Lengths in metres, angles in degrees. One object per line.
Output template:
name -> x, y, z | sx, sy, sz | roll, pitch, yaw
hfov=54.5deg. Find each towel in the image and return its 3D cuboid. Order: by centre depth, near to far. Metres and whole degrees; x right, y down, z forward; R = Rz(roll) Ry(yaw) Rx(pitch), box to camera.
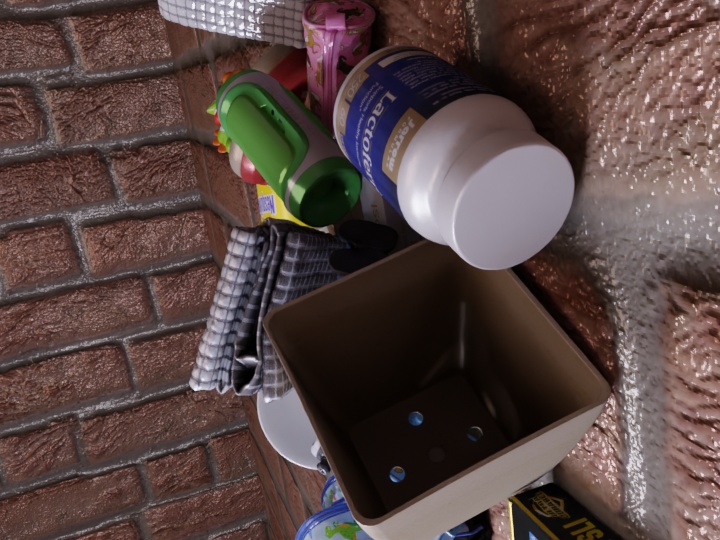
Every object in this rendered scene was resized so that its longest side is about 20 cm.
towel -> -0.075, 0.035, 0.698 | 0.200, 0.085, 0.166 | -8, -65, -78
towel -> -0.140, -0.371, 0.822 | 0.086, 0.199, 0.166 | -79, -1, -48

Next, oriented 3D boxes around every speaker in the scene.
speaker -> -0.082, -0.135, 0.750 | 0.200, 0.088, 0.089 | 51, 151, 34

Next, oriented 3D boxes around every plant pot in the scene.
plant pot -> 0.060, 0.117, 0.592 | 0.200, 0.199, 0.178 | 57, 167, 39

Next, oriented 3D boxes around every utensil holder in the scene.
utensil holder -> -0.047, 0.166, 0.904 | 0.200, 0.169, 0.171 | 101, 153, -82

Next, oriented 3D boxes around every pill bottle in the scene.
pill bottle -> 0.064, -0.090, 0.532 | 0.200, 0.115, 0.116 | -127, 29, -51

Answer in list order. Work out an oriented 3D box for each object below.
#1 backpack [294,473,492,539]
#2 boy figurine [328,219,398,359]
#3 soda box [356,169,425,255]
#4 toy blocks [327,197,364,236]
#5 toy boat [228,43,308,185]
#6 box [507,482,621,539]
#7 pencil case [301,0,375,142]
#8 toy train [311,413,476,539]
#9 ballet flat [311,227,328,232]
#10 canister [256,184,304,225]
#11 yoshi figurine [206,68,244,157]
backpack -> 0.023, 0.308, 0.814 | 0.184, 0.199, 0.147 | 95, 154, -48
boy figurine -> -0.005, 0.049, 0.698 | 0.201, 0.064, 0.125 | 93, -170, -45
soda box -> 0.049, -0.016, 0.719 | 0.068, 0.063, 0.201 | -159, 57, -69
toy blocks -> 0.000, 0.000, 0.865 | 0.137, 0.099, 0.201 | 114, 141, -80
toy boat -> -0.086, -0.199, 0.929 | 0.131, 0.130, 0.201 | -54, -13, -59
box -> 0.190, 0.284, 0.534 | 0.200, 0.049, 0.161 | -145, 47, -65
pencil case -> -0.026, -0.200, 0.783 | 0.087, 0.082, 0.201 | 48, 148, 39
toy train -> 0.039, 0.198, 0.728 | 0.199, 0.114, 0.087 | 31, 141, 16
ballet flat -> -0.046, -0.068, 0.972 | 0.069, 0.063, 0.201 | -129, 30, -52
canister -> -0.120, -0.139, 1.117 | 0.149, 0.086, 0.201 | -139, 40, -61
yoshi figurine -> -0.215, -0.288, 1.332 | 0.112, 0.112, 0.201 | -33, 48, 30
